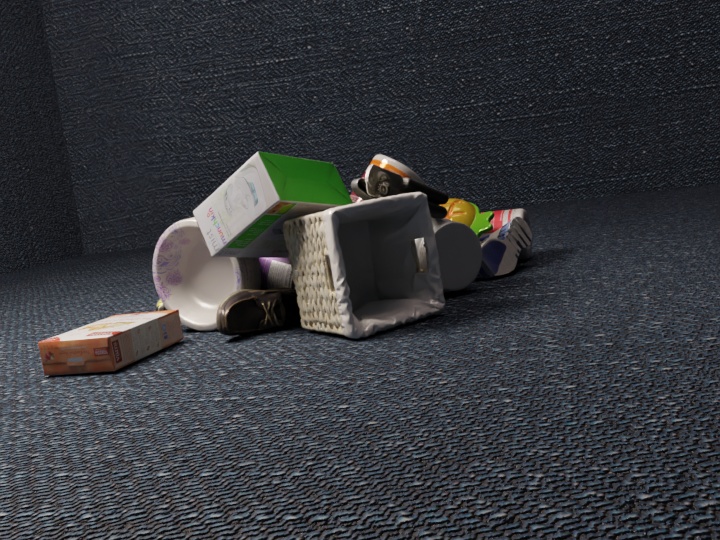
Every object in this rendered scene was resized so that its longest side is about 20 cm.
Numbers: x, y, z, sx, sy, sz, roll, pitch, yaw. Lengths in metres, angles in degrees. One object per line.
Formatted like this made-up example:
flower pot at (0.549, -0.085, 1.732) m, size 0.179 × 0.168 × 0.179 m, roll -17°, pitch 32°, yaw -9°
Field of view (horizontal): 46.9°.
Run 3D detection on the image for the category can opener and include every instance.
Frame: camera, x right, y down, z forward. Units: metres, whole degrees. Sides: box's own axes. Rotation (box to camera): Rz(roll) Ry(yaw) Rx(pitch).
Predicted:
can opener at (0.068, -0.132, 1.436) m, size 0.067 × 0.054 × 0.199 m, roll -4°, pitch -14°, yaw 44°

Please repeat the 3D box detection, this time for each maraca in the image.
maraca at (0.195, -0.086, 1.699) m, size 0.137 × 0.107 × 0.200 m, roll -51°, pitch 29°, yaw -9°

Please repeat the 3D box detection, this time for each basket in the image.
basket at (0.002, -0.008, 1.323) m, size 0.199 × 0.200 × 0.160 m, roll -14°, pitch 5°, yaw -37°

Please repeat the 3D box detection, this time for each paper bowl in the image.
paper bowl at (-0.265, 0.000, 1.491) m, size 0.200 × 0.202 × 0.104 m, roll -4°, pitch 9°, yaw 29°

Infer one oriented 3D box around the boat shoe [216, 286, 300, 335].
boat shoe at (-0.159, 0.063, 1.405) m, size 0.073 × 0.075 × 0.200 m, roll -3°, pitch 10°, yaw 37°

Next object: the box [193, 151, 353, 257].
box at (-0.145, -0.105, 1.391) m, size 0.176 × 0.097 × 0.200 m, roll -36°, pitch -19°, yaw 29°

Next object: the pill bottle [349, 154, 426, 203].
pill bottle at (0.023, -0.098, 1.511) m, size 0.114 × 0.201 × 0.114 m, roll 32°, pitch -5°, yaw 3°

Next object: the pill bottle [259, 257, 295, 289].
pill bottle at (-0.127, 0.006, 1.550) m, size 0.199 × 0.112 × 0.111 m, roll 15°, pitch 15°, yaw 20°

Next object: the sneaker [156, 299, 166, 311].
sneaker at (-0.314, 0.053, 1.653) m, size 0.199 × 0.076 × 0.076 m, roll -24°, pitch 14°, yaw 11°

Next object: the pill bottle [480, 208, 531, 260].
pill bottle at (0.273, -0.073, 1.845) m, size 0.199 × 0.113 × 0.112 m, roll -4°, pitch 8°, yaw 21°

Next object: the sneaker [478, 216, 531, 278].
sneaker at (0.266, -0.029, 1.701) m, size 0.115 × 0.081 × 0.199 m, roll -33°, pitch 4°, yaw 43°

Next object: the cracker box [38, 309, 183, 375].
cracker box at (-0.395, 0.113, 1.333) m, size 0.133 × 0.058 × 0.200 m, roll -6°, pitch 8°, yaw 19°

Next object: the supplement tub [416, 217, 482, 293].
supplement tub at (0.120, -0.029, 1.557) m, size 0.140 × 0.141 × 0.200 m, roll -11°, pitch 8°, yaw -27°
